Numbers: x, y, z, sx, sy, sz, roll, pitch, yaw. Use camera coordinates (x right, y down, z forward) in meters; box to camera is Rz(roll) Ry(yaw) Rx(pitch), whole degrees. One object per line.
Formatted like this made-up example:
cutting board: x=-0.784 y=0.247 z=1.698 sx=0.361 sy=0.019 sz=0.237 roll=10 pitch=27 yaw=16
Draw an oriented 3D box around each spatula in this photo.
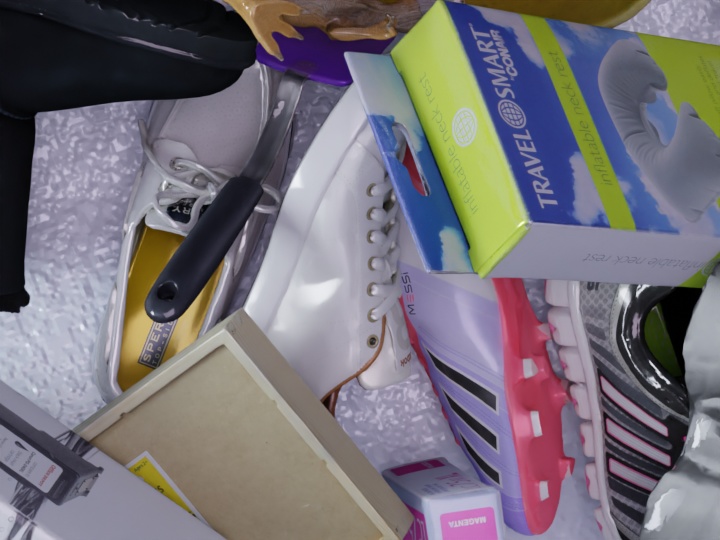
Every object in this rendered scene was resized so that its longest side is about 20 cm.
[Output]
spatula: x=-0.044 y=-0.054 z=1.059 sx=0.056 sy=0.021 sz=0.200 roll=18 pitch=61 yaw=20

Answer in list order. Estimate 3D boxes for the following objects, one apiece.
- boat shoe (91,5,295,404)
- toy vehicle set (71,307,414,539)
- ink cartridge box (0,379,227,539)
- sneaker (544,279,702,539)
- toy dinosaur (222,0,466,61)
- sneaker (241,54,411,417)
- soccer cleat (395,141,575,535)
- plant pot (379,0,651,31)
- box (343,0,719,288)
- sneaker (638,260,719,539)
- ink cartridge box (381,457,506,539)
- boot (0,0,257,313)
boat shoe: x=-0.078 y=-0.026 z=1.089 sx=0.075 sy=0.086 sz=0.202 roll=20 pitch=89 yaw=-8
toy vehicle set: x=-0.090 y=0.121 z=1.075 sx=0.200 sy=0.027 sz=0.124 roll=-35 pitch=97 yaw=23
ink cartridge box: x=-0.179 y=0.133 z=1.042 sx=0.200 sy=0.083 sz=0.145 roll=35 pitch=115 yaw=0
sneaker: x=0.154 y=0.073 z=1.112 sx=0.074 sy=0.087 sz=0.200 roll=-22 pitch=97 yaw=-37
toy dinosaur: x=-0.047 y=-0.130 z=1.041 sx=0.200 sy=0.106 sz=0.060 roll=21 pitch=94 yaw=-19
sneaker: x=0.000 y=0.000 z=1.084 sx=0.085 sy=0.073 sz=0.200 roll=27 pitch=114 yaw=11
soccer cleat: x=0.050 y=0.031 z=1.128 sx=0.076 sy=0.067 sz=0.200 roll=-10 pitch=100 yaw=24
plant pot: x=0.056 y=-0.216 z=1.065 sx=0.200 sy=0.200 sz=0.142 roll=21 pitch=67 yaw=-8
box: x=0.099 y=-0.053 z=1.044 sx=0.200 sy=0.048 sz=0.122 roll=3 pitch=54 yaw=-38
sneaker: x=0.189 y=0.061 z=1.054 sx=0.086 sy=0.080 sz=0.200 roll=-2 pitch=119 yaw=-49
ink cartridge box: x=0.049 y=0.194 z=1.096 sx=0.042 sy=0.119 sz=0.200 roll=-10 pitch=93 yaw=-9
boot: x=-0.155 y=-0.059 z=1.057 sx=0.198 sy=0.073 sz=0.163 roll=13 pitch=108 yaw=1
